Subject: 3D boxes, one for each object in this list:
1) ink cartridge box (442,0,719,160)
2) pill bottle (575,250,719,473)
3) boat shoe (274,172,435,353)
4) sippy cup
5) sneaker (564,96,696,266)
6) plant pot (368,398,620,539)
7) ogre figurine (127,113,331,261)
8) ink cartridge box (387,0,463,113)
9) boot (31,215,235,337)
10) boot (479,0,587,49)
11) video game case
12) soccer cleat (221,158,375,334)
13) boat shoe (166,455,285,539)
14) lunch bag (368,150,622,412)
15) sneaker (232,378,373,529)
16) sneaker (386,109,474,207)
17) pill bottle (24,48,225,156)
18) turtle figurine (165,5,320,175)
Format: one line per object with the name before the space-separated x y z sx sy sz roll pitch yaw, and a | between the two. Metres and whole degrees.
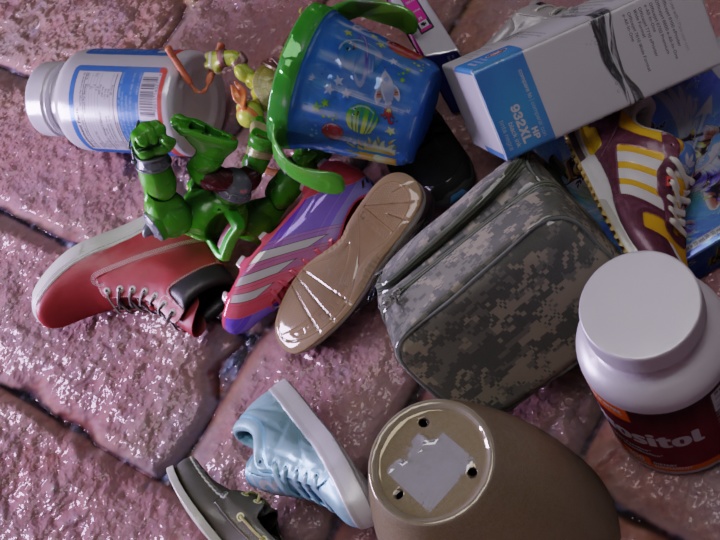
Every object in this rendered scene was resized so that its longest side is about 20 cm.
ink cartridge box | 0.186 -0.177 1.084 0.200 0.084 0.145 -24 12 -1
pill bottle | 0.225 0.069 0.945 0.113 0.200 0.113 -11 58 18
boat shoe | 0.000 0.000 1.167 0.072 0.065 0.200 44 104 34
sippy cup | 0.000 -0.158 1.140 0.130 0.140 0.178 20 100 9
sneaker | 0.242 -0.063 1.036 0.090 0.075 0.200 -30 56 13
plant pot | 0.084 0.177 0.946 0.187 0.200 0.188 -10 59 18
ogre figurine | -0.132 -0.081 1.196 0.098 0.200 0.120 34 117 27
ink cartridge box | 0.070 -0.225 1.245 0.037 0.095 0.200 -31 55 3
boot | -0.224 0.029 1.241 0.200 0.072 0.144 -29 52 2
boot | 0.199 -0.236 1.207 0.200 0.074 0.096 -39 61 0
video game case | 0.281 -0.088 1.106 0.200 0.045 0.181 -31 54 4
soccer cleat | -0.056 -0.015 1.204 0.076 0.067 0.200 34 81 14
boat shoe | -0.091 0.226 1.075 0.060 0.072 0.202 -42 61 -6
lunch bag | 0.110 0.005 1.057 0.200 0.139 0.168 -41 27 15
sneaker | -0.050 0.171 1.069 0.082 0.074 0.200 -38 31 -6
sneaker | 0.040 -0.142 1.219 0.073 0.082 0.200 -33 56 1
pill bottle | -0.255 -0.182 1.353 0.200 0.112 0.112 7 65 27
turtle figurine | -0.084 -0.198 1.275 0.200 0.064 0.161 40 64 1
